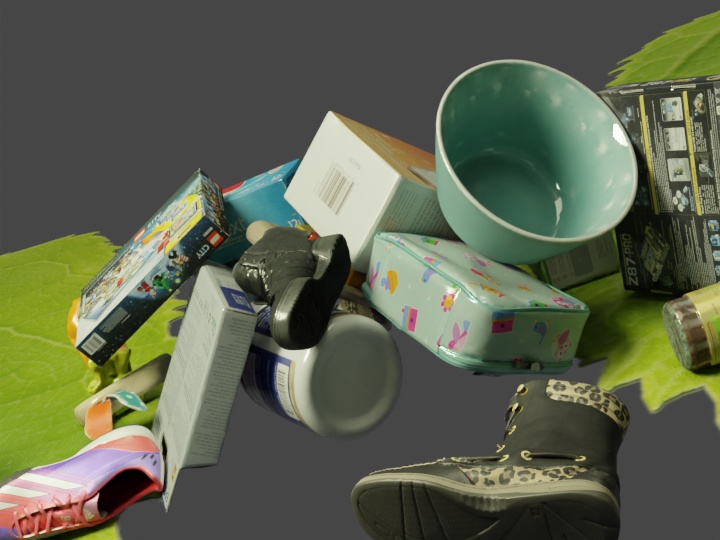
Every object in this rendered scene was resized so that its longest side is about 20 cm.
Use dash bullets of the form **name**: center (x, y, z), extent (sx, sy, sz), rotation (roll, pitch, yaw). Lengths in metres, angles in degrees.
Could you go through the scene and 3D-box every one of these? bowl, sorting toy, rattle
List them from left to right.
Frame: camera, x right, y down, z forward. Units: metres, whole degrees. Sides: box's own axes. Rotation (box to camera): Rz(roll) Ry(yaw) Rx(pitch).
- **rattle**: center (-0.279, 0.098, 1.265), extent (0.128, 0.146, 0.200), rotation (-14, 2, 10)
- **sorting toy**: center (0.000, 0.000, 1.229), extent (0.198, 0.037, 0.185), rotation (13, 17, -36)
- **bowl**: center (0.151, -0.086, 1.109), extent (0.199, 0.202, 0.105), rotation (-30, -18, -30)

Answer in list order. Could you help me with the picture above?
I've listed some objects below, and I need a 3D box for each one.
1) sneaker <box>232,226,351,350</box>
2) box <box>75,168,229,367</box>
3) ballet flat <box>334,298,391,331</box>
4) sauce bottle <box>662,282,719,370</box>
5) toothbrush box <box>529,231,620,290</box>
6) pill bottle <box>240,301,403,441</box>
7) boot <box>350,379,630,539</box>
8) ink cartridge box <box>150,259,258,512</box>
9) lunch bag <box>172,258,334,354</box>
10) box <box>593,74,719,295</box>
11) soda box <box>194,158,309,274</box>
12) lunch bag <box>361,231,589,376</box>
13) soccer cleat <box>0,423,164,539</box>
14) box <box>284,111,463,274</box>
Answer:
- **sneaker**: center (-0.073, 0.013, 1.073), extent (0.102, 0.061, 0.200), rotation (-4, 27, 20)
- **box**: center (-0.224, -0.006, 1.257), extent (0.200, 0.038, 0.137), rotation (-44, 24, 11)
- **ballet flat**: center (0.000, 0.042, 1.332), extent (0.075, 0.068, 0.200), rotation (-39, 9, 10)
- **sauce bottle**: center (0.355, 0.024, 0.978), extent (0.197, 0.066, 0.065), rotation (-20, 17, 4)
- **toothbrush box**: center (0.209, -0.082, 1.314), extent (0.085, 0.148, 0.200), rotation (-18, 18, 2)
- **pill bottle**: center (-0.054, 0.088, 1.143), extent (0.115, 0.118, 0.199), rotation (-28, 20, -25)
- **boot**: center (0.105, 0.146, 0.875), extent (0.197, 0.074, 0.151), rotation (-7, 23, 25)
- **ink cartridge box**: center (-0.157, 0.109, 1.153), extent (0.043, 0.204, 0.196), rotation (13, 10, -17)
- **lunch bag**: center (-0.127, 0.026, 1.413), extent (0.198, 0.128, 0.171), rotation (-32, 14, 22)
- **box**: center (0.306, -0.077, 1.102), extent (0.049, 0.204, 0.160), rotation (-21, 14, -36)
- **soda box**: center (-0.145, -0.056, 1.344), extent (0.197, 0.069, 0.064), rotation (-19, 19, 25)
- **lunch bag**: center (0.108, 0.032, 1.086), extent (0.158, 0.078, 0.199), rotation (8, 18, -38)
- **soccer cleat**: center (-0.277, 0.217, 1.100), extent (0.197, 0.069, 0.073), rotation (-26, 37, -10)
- **box**: center (0.048, -0.062, 1.230), extent (0.198, 0.107, 0.152), rotation (16, 20, -42)
